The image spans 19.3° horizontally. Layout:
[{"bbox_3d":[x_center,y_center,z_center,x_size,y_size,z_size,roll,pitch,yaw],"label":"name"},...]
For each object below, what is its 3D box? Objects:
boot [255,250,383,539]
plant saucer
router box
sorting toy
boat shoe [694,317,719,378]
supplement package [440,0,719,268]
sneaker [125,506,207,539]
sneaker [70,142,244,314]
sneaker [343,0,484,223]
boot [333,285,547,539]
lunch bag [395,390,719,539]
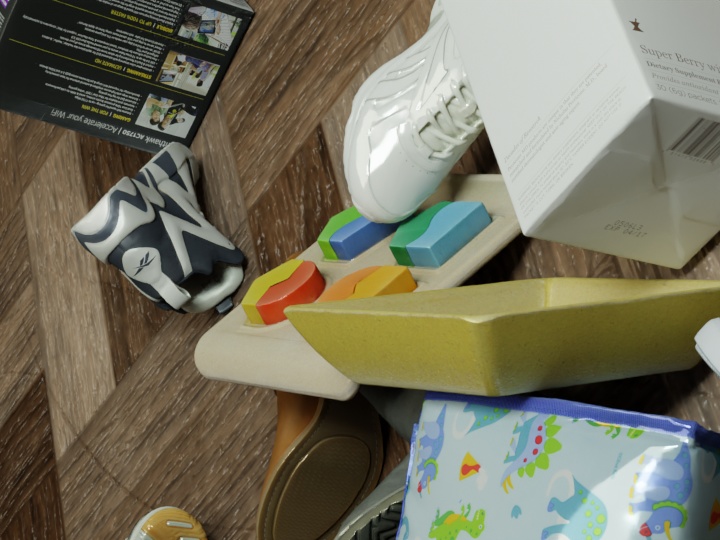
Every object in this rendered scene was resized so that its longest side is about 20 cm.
[{"bbox_3d":[-0.043,0.087,1.474,0.155,0.076,0.201,33,110,62],"label":"boot"},{"bbox_3d":[0.089,0.036,1.188,0.200,0.199,0.049,1,96,58],"label":"plant saucer"},{"bbox_3d":[-0.207,-0.186,1.740,0.150,0.199,0.051,-62,35,19],"label":"router box"},{"bbox_3d":[0.000,0.000,1.376,0.200,0.037,0.185,-45,27,-26],"label":"sorting toy"},{"bbox_3d":[0.240,0.072,1.050,0.062,0.072,0.200,-44,38,0],"label":"boat shoe"},{"bbox_3d":[0.142,-0.122,1.201,0.120,0.121,0.201,-50,44,37],"label":"supplement package"},{"bbox_3d":[-0.161,0.276,1.592,0.088,0.075,0.201,177,111,-73],"label":"sneaker"},{"bbox_3d":[-0.143,-0.023,1.687,0.079,0.130,0.199,-42,3,13],"label":"sneaker"},{"bbox_3d":[0.062,-0.117,1.357,0.201,0.078,0.099,-59,26,-4],"label":"sneaker"},{"bbox_3d":[0.027,0.093,1.303,0.181,0.073,0.200,-29,38,-11],"label":"boot"},{"bbox_3d":[0.102,0.156,1.132,0.199,0.127,0.171,6,80,35],"label":"lunch bag"}]
